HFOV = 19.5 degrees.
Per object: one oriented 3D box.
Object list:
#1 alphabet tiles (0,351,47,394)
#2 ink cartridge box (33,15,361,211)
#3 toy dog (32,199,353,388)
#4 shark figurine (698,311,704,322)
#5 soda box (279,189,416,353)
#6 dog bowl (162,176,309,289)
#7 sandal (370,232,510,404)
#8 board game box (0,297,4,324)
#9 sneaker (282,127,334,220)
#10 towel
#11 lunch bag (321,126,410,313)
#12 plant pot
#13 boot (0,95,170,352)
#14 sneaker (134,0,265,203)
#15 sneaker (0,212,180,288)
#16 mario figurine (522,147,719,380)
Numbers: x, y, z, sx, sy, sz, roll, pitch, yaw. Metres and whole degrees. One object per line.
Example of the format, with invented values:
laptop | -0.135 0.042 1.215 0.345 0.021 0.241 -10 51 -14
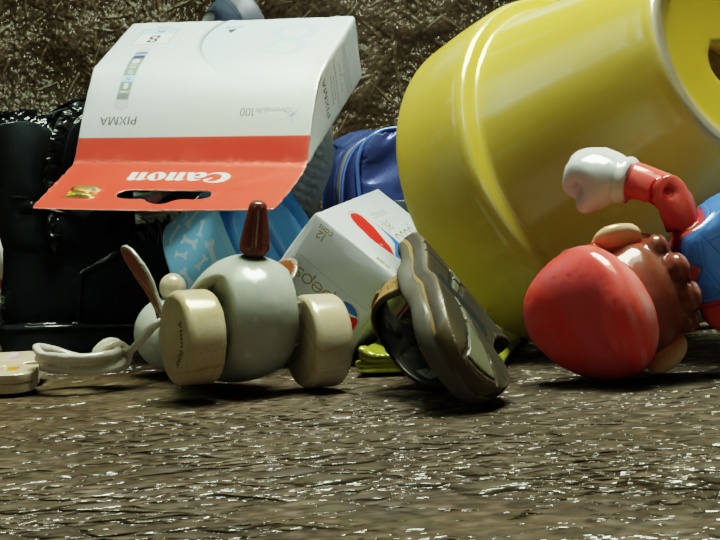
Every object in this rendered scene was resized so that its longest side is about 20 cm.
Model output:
alphabet tiles | -0.279 0.063 1.188 0.198 0.015 0.196 -4 6 -3
ink cartridge box | -0.100 -0.100 1.304 0.158 0.048 0.200 1 28 17
toy dog | -0.082 0.011 1.142 0.131 0.097 0.199 3 -1 -44
shark figurine | 0.122 -0.010 1.348 0.128 0.214 0.090 -37 -20 -29
soda box | 0.000 0.000 1.302 0.068 0.064 0.200 38 11 5
dog bowl | -0.070 -0.004 1.337 0.049 0.112 0.200 -29 1 14
sandal | 0.037 0.034 1.065 0.054 0.082 0.200 -38 11 8
board game box | -0.177 0.029 1.560 0.198 0.028 0.135 -3 3 3
sneaker | -0.065 -0.060 1.463 0.078 0.201 0.080 -10 42 -17
towel | 0.052 0.041 1.240 0.085 0.018 0.200 -4 4 9
lunch bag | 0.076 -0.035 1.476 0.198 0.137 0.132 -3 3 -13
plant pot | 0.151 -0.082 1.198 0.199 0.203 0.189 -6 -18 -39
boot | -0.154 -0.034 1.406 0.198 0.170 0.076 -4 5 -17
sneaker | -0.121 -0.111 1.451 0.081 0.070 0.201 -16 -31 -31
sneaker | -0.172 -0.014 1.523 0.199 0.079 0.082 -15 21 -37
mario figurine | 0.175 -0.010 1.083 0.198 0.124 0.106 -23 -33 -4
